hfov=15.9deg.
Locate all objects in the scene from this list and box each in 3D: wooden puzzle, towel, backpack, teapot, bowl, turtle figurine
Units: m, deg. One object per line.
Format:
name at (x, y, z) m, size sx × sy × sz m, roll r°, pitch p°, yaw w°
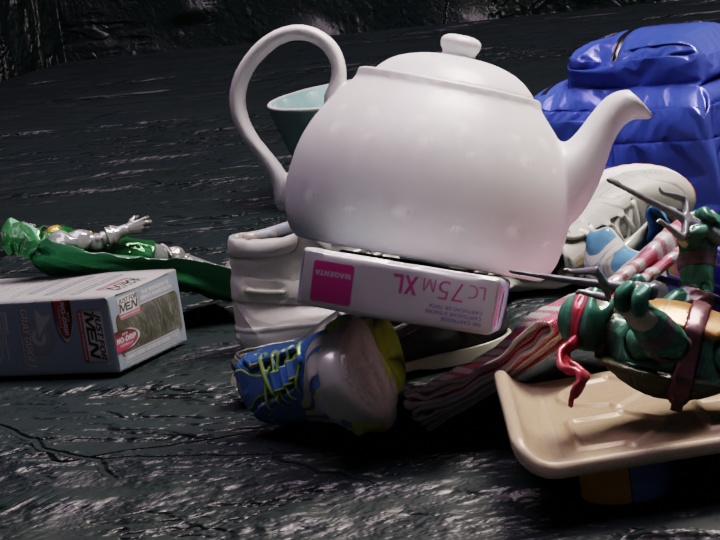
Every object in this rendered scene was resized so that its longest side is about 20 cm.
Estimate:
wooden puzzle at (0.179, 0.088, 1.439) m, size 0.199 × 0.047 × 0.185 m, roll -4°, pitch 11°, yaw 0°
towel at (0.127, 0.026, 1.610) m, size 0.146 × 0.030 × 0.200 m, roll -35°, pitch -1°, yaw 44°
backpack at (0.229, -0.114, 2.118) m, size 0.199 × 0.169 × 0.162 m, roll -7°, pitch 4°, yaw 33°
teapot at (0.046, -0.079, 1.644) m, size 0.199 × 0.147 × 0.197 m, roll 9°, pitch 1°, yaw -40°
bowl at (0.013, -0.129, 2.525) m, size 0.199 × 0.106 × 0.201 m, roll -8°, pitch 10°, yaw 2°
turtle figurine at (0.181, 0.025, 1.384) m, size 0.199 × 0.101 × 0.150 m, roll 13°, pitch 29°, yaw 8°

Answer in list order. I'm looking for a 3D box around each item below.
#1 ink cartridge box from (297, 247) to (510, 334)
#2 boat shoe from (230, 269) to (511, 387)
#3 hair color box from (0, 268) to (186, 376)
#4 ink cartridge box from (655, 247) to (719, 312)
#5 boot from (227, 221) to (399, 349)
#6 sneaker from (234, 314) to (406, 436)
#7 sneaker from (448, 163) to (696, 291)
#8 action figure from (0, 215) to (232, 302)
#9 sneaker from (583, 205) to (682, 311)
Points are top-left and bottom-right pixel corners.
ink cartridge box at (0.031, 0.012, 1.604) m, size 0.119 × 0.042 × 0.200 m, roll 10°, pitch 3°, yaw 5°
boat shoe at (0.004, 0.041, 1.763) m, size 0.199 × 0.068 × 0.072 m, roll -13°, pitch 13°, yaw -10°
hair color box at (-0.245, 0.042, 1.977) m, size 0.199 × 0.061 × 0.099 m, roll -4°, pitch 11°, yaw 29°
ink cartridge box at (0.290, 0.003, 1.695) m, size 0.199 × 0.077 × 0.136 m, roll -14°, pitch 12°, yaw -18°
boot at (0.000, 0.000, 1.891) m, size 0.199 × 0.096 × 0.074 m, roll -9°, pitch 11°, yaw 2°
sneaker at (-0.031, 0.075, 1.618) m, size 0.104 × 0.076 × 0.200 m, roll -18°, pitch -2°, yaw 9°
sneaker at (0.170, -0.021, 1.962) m, size 0.199 × 0.076 × 0.092 m, roll -19°, pitch 20°, yaw -9°
action figure at (-0.187, -0.011, 2.031) m, size 0.199 × 0.055 × 0.118 m, roll 10°, pitch -15°, yaw -21°
sneaker at (0.246, -0.019, 1.853) m, size 0.199 × 0.073 × 0.072 m, roll -15°, pitch 10°, yaw -33°
